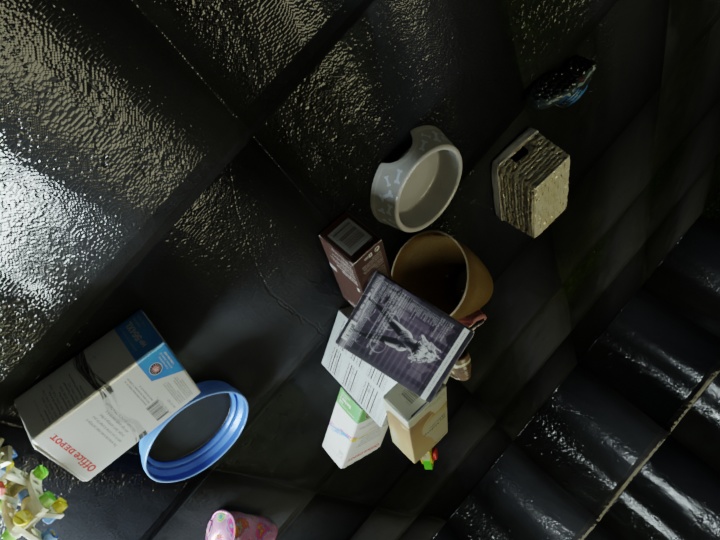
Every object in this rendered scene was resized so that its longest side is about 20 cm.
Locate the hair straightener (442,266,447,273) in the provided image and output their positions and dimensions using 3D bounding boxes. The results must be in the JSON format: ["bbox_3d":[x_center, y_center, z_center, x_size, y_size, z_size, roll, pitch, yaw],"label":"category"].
[{"bbox_3d":[0.231,0.004,1.418,0.077,0.041,0.200,-47,148,-5],"label":"hair straightener"}]

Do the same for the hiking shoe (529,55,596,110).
[{"bbox_3d":[0.428,-0.374,1.257,0.199,0.074,0.088,-34,143,-25],"label":"hiking shoe"}]

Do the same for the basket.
[{"bbox_3d":[0.387,-0.191,1.342,0.135,0.123,0.201,-42,147,-12],"label":"basket"}]

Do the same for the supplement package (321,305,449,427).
[{"bbox_3d":[0.062,0.178,1.235,0.189,0.200,0.149,-12,132,-43],"label":"supplement package"}]

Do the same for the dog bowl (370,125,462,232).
[{"bbox_3d":[0.109,-0.160,1.092,0.199,0.059,0.202,-31,142,-28],"label":"dog bowl"}]

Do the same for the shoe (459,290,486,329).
[{"bbox_3d":[0.209,0.130,1.445,0.198,0.091,0.072,-27,151,-17],"label":"shoe"}]

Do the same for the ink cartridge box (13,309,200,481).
[{"bbox_3d":[-0.348,0.177,0.836,0.199,0.084,0.147,-37,145,-19],"label":"ink cartridge box"}]

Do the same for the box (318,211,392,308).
[{"bbox_3d":[0.000,0.000,1.078,0.075,0.100,0.201,-41,145,-14],"label":"box"}]

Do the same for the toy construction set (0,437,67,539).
[{"bbox_3d":[-0.458,0.273,0.752,0.092,0.131,0.202,-33,143,-25],"label":"toy construction set"}]

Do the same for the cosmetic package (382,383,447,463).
[{"bbox_3d":[0.110,0.278,1.141,0.105,0.071,0.201,-39,146,-18],"label":"cosmetic package"}]

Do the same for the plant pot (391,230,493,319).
[{"bbox_3d":[0.193,0.024,1.248,0.198,0.186,0.188,9,115,-51],"label":"plant pot"}]

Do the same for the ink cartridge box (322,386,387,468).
[{"bbox_3d":[0.002,0.361,1.448,0.143,0.084,0.203,-14,132,-43],"label":"ink cartridge box"}]

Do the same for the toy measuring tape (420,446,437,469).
[{"bbox_3d":[0.212,0.575,1.951,0.073,0.073,0.202,-34,126,-24],"label":"toy measuring tape"}]

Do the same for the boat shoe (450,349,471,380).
[{"bbox_3d":[0.202,0.215,1.446,0.074,0.202,0.076,-25,109,-13],"label":"boat shoe"}]

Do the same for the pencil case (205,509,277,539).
[{"bbox_3d":[-0.268,0.596,1.352,0.088,0.087,0.200,-48,148,-4],"label":"pencil case"}]

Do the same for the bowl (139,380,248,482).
[{"bbox_3d":[-0.289,0.278,1.037,0.199,0.039,0.203,-31,142,-28],"label":"bowl"}]

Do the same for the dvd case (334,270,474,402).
[{"bbox_3d":[0.075,0.115,1.029,0.150,0.198,0.016,-59,178,13],"label":"dvd case"}]
